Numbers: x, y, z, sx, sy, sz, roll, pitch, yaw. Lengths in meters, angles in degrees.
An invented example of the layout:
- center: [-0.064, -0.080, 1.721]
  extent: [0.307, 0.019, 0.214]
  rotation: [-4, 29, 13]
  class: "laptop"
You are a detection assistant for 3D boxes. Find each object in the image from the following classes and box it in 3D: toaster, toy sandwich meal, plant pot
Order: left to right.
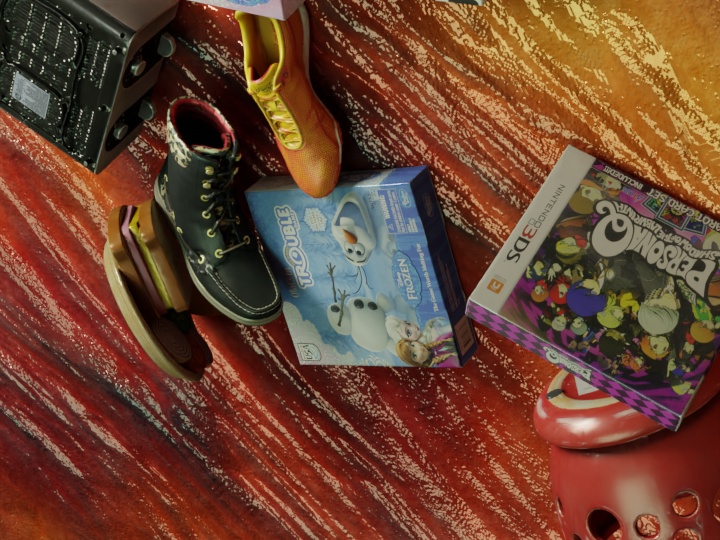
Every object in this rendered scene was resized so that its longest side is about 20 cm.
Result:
- center: [-0.288, -0.224, 1.433]
  extent: [0.199, 0.119, 0.182]
  rotation: [33, 131, 10]
  class: "toaster"
- center: [-0.200, 0.018, 1.520]
  extent: [0.070, 0.205, 0.206]
  rotation: [-28, 104, 8]
  class: "toy sandwich meal"
- center: [0.257, 0.167, 1.276]
  extent: [0.199, 0.200, 0.184]
  rotation: [-11, 110, 37]
  class: "plant pot"

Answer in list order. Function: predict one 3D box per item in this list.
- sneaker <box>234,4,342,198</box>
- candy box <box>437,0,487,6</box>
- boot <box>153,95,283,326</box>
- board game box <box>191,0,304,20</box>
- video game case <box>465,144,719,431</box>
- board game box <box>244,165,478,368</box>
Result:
- center: [-0.073, -0.159, 1.350]
  extent: [0.072, 0.077, 0.202]
  rotation: [-7, 108, 38]
  class: "sneaker"
- center: [0.022, -0.304, 1.215]
  extent: [0.198, 0.061, 0.138]
  rotation: [13, 126, 28]
  class: "candy box"
- center: [-0.137, -0.057, 1.419]
  extent: [0.204, 0.073, 0.154]
  rotation: [55, 155, 20]
  class: "boot"
- center: [-0.150, -0.325, 1.234]
  extent: [0.198, 0.041, 0.201]
  rotation: [16, 134, 25]
  class: "board game box"
- center: [0.216, 0.010, 1.215]
  extent: [0.199, 0.182, 0.036]
  rotation: [30, 156, 14]
  class: "video game case"
- center: [0.000, 0.000, 1.441]
  extent: [0.197, 0.043, 0.202]
  rotation: [-1, 117, 35]
  class: "board game box"
